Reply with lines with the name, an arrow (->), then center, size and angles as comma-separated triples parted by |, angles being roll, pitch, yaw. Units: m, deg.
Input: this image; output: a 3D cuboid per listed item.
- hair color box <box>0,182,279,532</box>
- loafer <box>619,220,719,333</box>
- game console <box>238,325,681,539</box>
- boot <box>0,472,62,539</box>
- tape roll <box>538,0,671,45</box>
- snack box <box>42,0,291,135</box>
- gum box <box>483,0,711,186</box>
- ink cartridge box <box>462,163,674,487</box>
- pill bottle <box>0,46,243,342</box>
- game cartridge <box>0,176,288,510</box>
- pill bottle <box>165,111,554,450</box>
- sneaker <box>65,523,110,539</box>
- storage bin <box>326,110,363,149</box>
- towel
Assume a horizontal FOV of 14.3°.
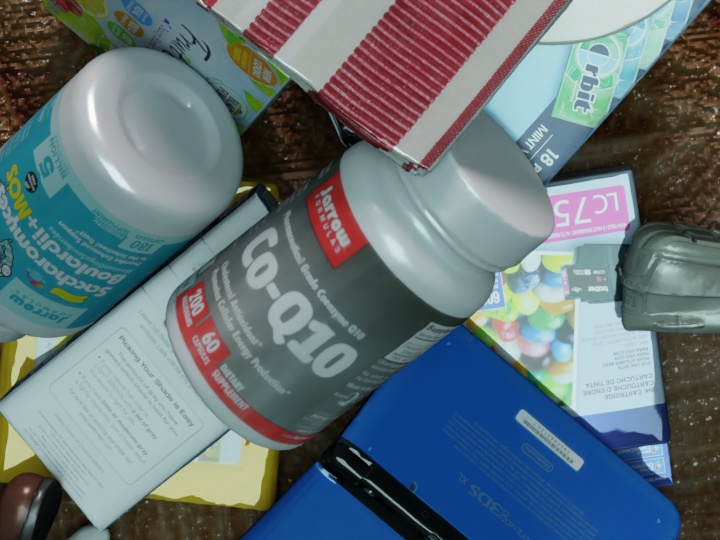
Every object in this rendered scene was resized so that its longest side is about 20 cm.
hair color box -> -0.105, 0.051, 1.687 | 0.200, 0.061, 0.100 | -38, 95, 7
loafer -> 0.248, 0.021, 1.685 | 0.199, 0.070, 0.070 | 10, 104, -8
game console -> 0.058, 0.159, 1.708 | 0.200, 0.118, 0.171 | 40, 67, -5
boot -> -0.287, 0.134, 1.699 | 0.200, 0.188, 0.069 | 31, 57, -7
tape roll -> 0.102, -0.222, 1.537 | 0.202, 0.037, 0.204 | 0, 99, 2
snack box -> -0.099, -0.146, 1.614 | 0.142, 0.200, 0.053 | 39, 74, -4
gum box -> 0.071, -0.163, 1.587 | 0.200, 0.045, 0.170 | 41, 99, -5
ink cartridge box -> 0.119, 0.044, 1.716 | 0.119, 0.042, 0.201 | -8, 100, 5
pill bottle -> -0.162, -0.033, 1.623 | 0.111, 0.111, 0.200 | 47, 133, -5
game cartridge -> -0.129, 0.038, 1.731 | 0.176, 0.032, 0.201 | 5, 101, 2
pill bottle -> 0.000, 0.000, 1.564 | 0.200, 0.114, 0.114 | -38, 96, 24
sneaker -> -0.114, 0.232, 1.744 | 0.200, 0.075, 0.087 | 36, 89, -6
storage bin -> 0.062, -0.162, 1.657 | 0.199, 0.094, 0.136 | -23, 98, 6
towel -> 0.000, -0.161, 1.499 | 0.200, 0.023, 0.144 | 39, 82, 6
